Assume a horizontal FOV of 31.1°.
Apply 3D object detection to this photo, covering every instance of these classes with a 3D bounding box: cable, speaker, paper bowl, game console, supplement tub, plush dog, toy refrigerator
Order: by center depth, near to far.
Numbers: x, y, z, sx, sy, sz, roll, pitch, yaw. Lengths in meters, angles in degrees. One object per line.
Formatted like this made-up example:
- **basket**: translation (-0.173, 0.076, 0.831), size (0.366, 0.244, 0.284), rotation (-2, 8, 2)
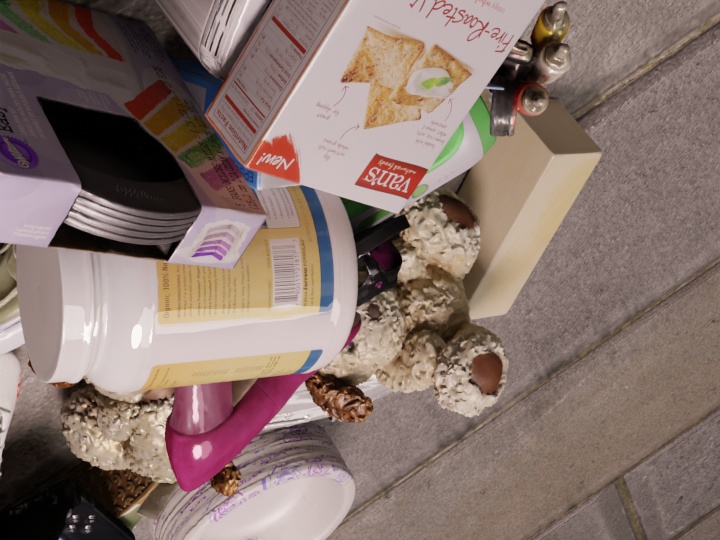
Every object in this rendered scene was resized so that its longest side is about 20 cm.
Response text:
- **supplement tub**: translation (-0.117, 0.004, 0.861), size (0.198, 0.145, 0.145), rotation (-4, 137, -28)
- **cable**: translation (0.123, -0.139, 0.969), size (0.200, 0.050, 0.098), rotation (-12, 118, -87)
- **speaker**: translation (0.004, -0.081, 1.008), size (0.199, 0.089, 0.089), rotation (-31, 147, -6)
- **plush dog**: translation (-0.160, 0.081, 1.024), size (0.199, 0.161, 0.173), rotation (-31, 124, -5)
- **game console**: translation (-0.304, 0.273, 1.082), size (0.198, 0.117, 0.176), rotation (-26, 136, 7)
- **plush dog**: translation (0.014, 0.041, 1.129), size (0.170, 0.202, 0.160), rotation (-5, 169, -25)
- **toy refrigerator**: translation (0.135, -0.053, 1.175), size (0.069, 0.076, 0.201), rotation (-7, 137, -37)
- **paper bowl**: translation (-0.113, 0.219, 1.273), size (0.199, 0.105, 0.202), rotation (-24, 146, -18)

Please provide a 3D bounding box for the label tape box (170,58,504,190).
- **label tape box**: translation (-0.022, -0.107, 0.892), size (0.198, 0.143, 0.067), rotation (-6, 110, -36)

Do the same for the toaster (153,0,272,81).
- **toaster**: translation (-0.057, -0.197, 0.767), size (0.113, 0.130, 0.201), rotation (2, 133, -42)

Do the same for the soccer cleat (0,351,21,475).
- **soccer cleat**: translation (-0.307, 0.143, 1.017), size (0.068, 0.085, 0.201), rotation (1, 133, -42)

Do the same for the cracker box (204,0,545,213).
- **cracker box**: translation (0.020, -0.137, 0.731), size (0.133, 0.058, 0.201), rotation (12, 120, -47)

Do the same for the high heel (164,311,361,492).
- **high heel**: translation (-0.072, 0.089, 0.983), size (0.199, 0.067, 0.097), rotation (-20, 125, -44)

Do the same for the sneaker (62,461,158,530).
- **sneaker**: translation (-0.246, 0.232, 1.207), size (0.199, 0.067, 0.090), rotation (-34, 148, 9)

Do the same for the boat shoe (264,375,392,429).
- **boat shoe**: translation (-0.025, 0.111, 1.227), size (0.198, 0.072, 0.069), rotation (-11, 120, -33)

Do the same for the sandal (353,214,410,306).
- **sandal**: translation (0.001, 0.000, 0.977), size (0.075, 0.048, 0.200), rotation (-30, 178, -12)

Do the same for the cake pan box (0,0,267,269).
- **cake pan box**: translation (-0.168, -0.085, 0.745), size (0.183, 0.201, 0.052), rotation (7, 130, -43)

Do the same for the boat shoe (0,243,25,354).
- **boat shoe**: translation (-0.222, -0.014, 0.924), size (0.199, 0.072, 0.062), rotation (-38, 131, -10)
